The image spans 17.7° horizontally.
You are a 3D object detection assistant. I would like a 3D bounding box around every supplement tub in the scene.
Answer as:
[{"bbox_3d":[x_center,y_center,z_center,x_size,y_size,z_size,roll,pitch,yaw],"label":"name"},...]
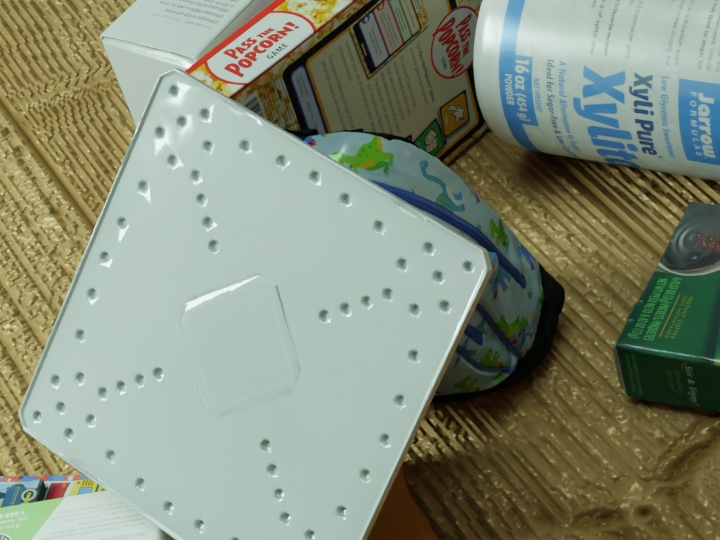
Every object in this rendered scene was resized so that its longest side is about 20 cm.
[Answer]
[{"bbox_3d":[0.178,-0.121,1.320,0.199,0.132,0.132,11,49,31],"label":"supplement tub"}]

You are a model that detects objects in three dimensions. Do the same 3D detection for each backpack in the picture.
[{"bbox_3d":[0.000,0.000,1.200,0.163,0.200,0.154,2,55,22],"label":"backpack"}]

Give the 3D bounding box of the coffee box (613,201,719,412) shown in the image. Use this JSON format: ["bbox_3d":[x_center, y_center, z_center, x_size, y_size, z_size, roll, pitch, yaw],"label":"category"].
[{"bbox_3d":[0.246,0.026,1.198,0.199,0.044,0.123,10,47,28],"label":"coffee box"}]

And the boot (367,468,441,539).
[{"bbox_3d":[0.011,0.121,1.152,0.200,0.071,0.144,-11,51,22],"label":"boot"}]

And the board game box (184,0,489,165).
[{"bbox_3d":[-0.007,-0.100,1.351,0.200,0.152,0.046,-40,45,-24],"label":"board game box"}]

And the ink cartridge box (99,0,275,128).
[{"bbox_3d":[-0.049,-0.139,1.413,0.084,0.145,0.200,17,52,35],"label":"ink cartridge box"}]

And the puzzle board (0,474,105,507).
[{"bbox_3d":[-0.155,0.181,1.199,0.150,0.017,0.200,-3,44,17],"label":"puzzle board"}]

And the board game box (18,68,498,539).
[{"bbox_3d":[-0.052,0.035,1.099,0.200,0.201,0.026,31,16,25],"label":"board game box"}]

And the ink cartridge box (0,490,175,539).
[{"bbox_3d":[-0.143,0.204,1.106,0.117,0.067,0.200,-10,42,10],"label":"ink cartridge box"}]
